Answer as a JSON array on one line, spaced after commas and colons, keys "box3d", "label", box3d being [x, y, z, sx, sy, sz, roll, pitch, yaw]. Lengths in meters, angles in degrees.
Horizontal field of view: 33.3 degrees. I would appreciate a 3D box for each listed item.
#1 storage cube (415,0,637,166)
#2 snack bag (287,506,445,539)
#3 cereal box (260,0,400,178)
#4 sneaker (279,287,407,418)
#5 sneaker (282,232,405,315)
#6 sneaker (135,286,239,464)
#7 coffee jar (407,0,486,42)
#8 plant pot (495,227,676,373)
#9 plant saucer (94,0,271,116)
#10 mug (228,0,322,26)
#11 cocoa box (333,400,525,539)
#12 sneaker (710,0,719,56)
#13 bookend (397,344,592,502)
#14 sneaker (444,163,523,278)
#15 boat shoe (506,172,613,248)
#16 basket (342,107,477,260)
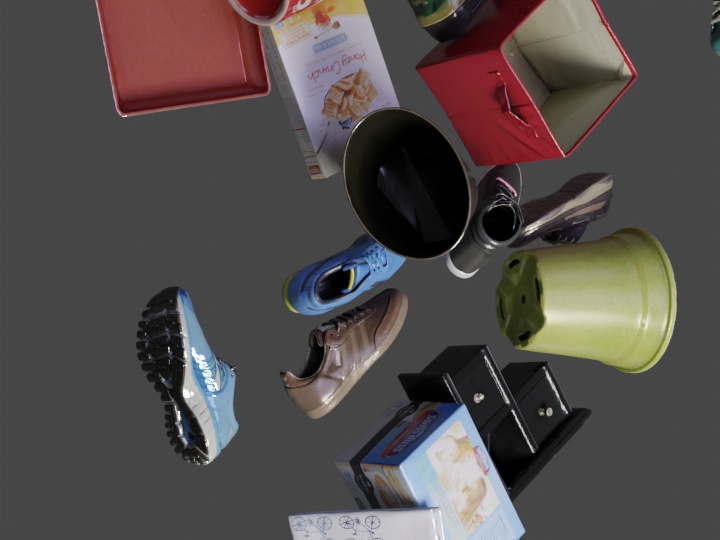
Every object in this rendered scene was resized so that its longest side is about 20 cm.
[{"box3d": [0.212, -0.257, 1.559, 0.200, 0.179, 0.171, -46, 113, -24], "label": "storage cube"}, {"box3d": [0.018, 0.375, 1.433, 0.021, 0.187, 0.202, -51, 133, -68], "label": "snack bag"}, {"box3d": [-0.031, -0.231, 1.477, 0.143, 0.039, 0.201, -29, 105, -31], "label": "cereal box"}, {"box3d": [-0.018, 0.084, 1.465, 0.076, 0.070, 0.200, 48, 65, -23], "label": "sneaker"}, {"box3d": [0.000, 0.000, 1.475, 0.199, 0.078, 0.066, -28, 103, -33], "label": "sneaker"}, {"box3d": [-0.189, 0.113, 1.362, 0.090, 0.078, 0.202, -27, 109, -51], "label": "sneaker"}, {"box3d": [0.080, -0.392, 1.526, 0.200, 0.085, 0.105, 48, 62, -23], "label": "coffee jar"}, {"box3d": [0.290, 0.041, 1.618, 0.183, 0.200, 0.202, 0, 90, -23], "label": "plant pot"}, {"box3d": [-0.209, -0.284, 1.359, 0.198, 0.037, 0.202, -14, 97, -33], "label": "plant saucer"}, {"box3d": [-0.061, -0.385, 1.368, 0.200, 0.133, 0.178, -40, 147, -38], "label": "mug"}, {"box3d": [0.088, 0.280, 1.492, 0.133, 0.131, 0.201, -38, 110, -34], "label": "cocoa box"}, {"box3d": [0.575, -0.431, 1.877, 0.080, 0.071, 0.201, 32, 67, -25], "label": "sneaker"}, {"box3d": [0.180, 0.166, 1.578, 0.200, 0.092, 0.200, -38, 108, -34], "label": "bookend"}, {"box3d": [0.185, -0.083, 1.571, 0.071, 0.099, 0.201, 37, 56, -10], "label": "sneaker"}, {"box3d": [0.281, -0.070, 1.667, 0.199, 0.074, 0.074, -27, 110, -25], "label": "boat shoe"}, {"box3d": [0.074, -0.096, 1.440, 0.135, 0.200, 0.181, -30, 83, 12], "label": "basket"}]
